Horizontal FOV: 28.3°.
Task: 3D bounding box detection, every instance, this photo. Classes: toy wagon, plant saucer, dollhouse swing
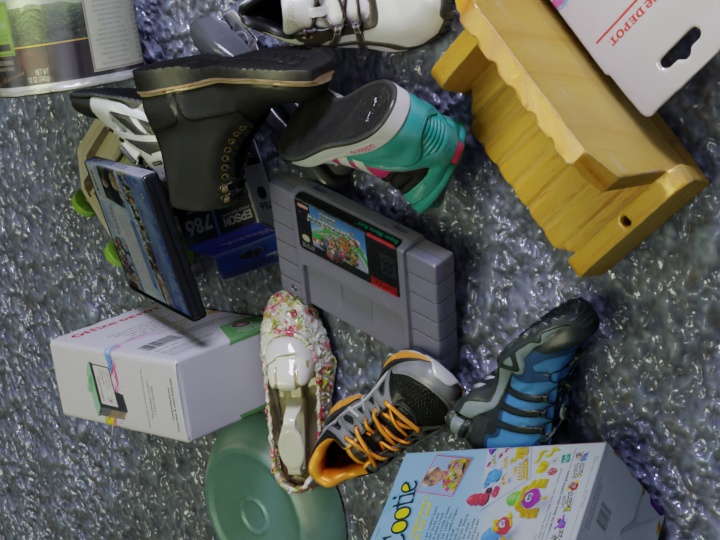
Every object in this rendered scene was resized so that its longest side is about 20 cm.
[{"bbox_3d":[-0.223,-0.066,1.467,0.200,0.040,0.155,55,134,13],"label":"toy wagon"},{"bbox_3d":[-0.098,0.245,1.460,0.200,0.036,0.200,17,116,40],"label":"plant saucer"},{"bbox_3d":[0.118,-0.096,1.029,0.200,0.176,0.182,56,134,13],"label":"dollhouse swing"}]

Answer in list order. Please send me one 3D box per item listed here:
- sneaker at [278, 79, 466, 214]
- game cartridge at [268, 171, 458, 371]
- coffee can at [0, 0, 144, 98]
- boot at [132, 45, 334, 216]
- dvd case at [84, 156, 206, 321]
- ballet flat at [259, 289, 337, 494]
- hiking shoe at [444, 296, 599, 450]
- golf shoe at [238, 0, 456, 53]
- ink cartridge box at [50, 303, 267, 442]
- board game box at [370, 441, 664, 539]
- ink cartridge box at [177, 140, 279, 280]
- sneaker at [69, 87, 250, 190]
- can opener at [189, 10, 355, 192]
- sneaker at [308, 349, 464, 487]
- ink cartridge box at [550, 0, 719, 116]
[{"bbox_3d":[0.021,-0.100,1.175,0.200,0.121,0.084,6,69,62],"label":"sneaker"},{"bbox_3d":[0.000,0.000,1.256,0.200,0.038,0.130,27,143,35],"label":"game cartridge"},{"bbox_3d":[-0.296,-0.278,1.385,0.146,0.146,0.200,3,107,43],"label":"coffee can"},{"bbox_3d":[-0.097,-0.114,1.214,0.200,0.077,0.138,4,112,40],"label":"boot"},{"bbox_3d":[-0.207,-0.034,1.360,0.200,0.018,0.143,18,129,63],"label":"dvd case"},{"bbox_3d":[-0.059,0.120,1.348,0.076,0.064,0.200,-5,102,12],"label":"ballet flat"},{"bbox_3d":[0.149,0.096,1.152,0.087,0.074,0.200,47,142,11],"label":"hiking shoe"},{"bbox_3d":[-0.014,-0.212,1.175,0.200,0.094,0.078,2,105,42],"label":"golf shoe"},{"bbox_3d":[-0.187,0.097,1.414,0.200,0.145,0.084,5,108,43],"label":"ink cartridge box"},{"bbox_3d":[0.123,0.213,1.149,0.200,0.105,0.103,-9,134,41],"label":"board game box"},{"bbox_3d":[-0.140,-0.091,1.369,0.099,0.039,0.200,-19,92,36],"label":"ink cartridge box"},{"bbox_3d":[-0.192,-0.120,1.327,0.200,0.074,0.089,17,109,29],"label":"sneaker"},{"bbox_3d":[-0.083,-0.151,1.281,0.200,0.067,0.053,52,134,17],"label":"can opener"},{"bbox_3d":[0.021,0.138,1.261,0.078,0.077,0.200,42,139,-4],"label":"sneaker"},{"bbox_3d":[0.191,-0.219,0.991,0.200,0.067,0.116,57,135,15],"label":"ink cartridge box"}]
